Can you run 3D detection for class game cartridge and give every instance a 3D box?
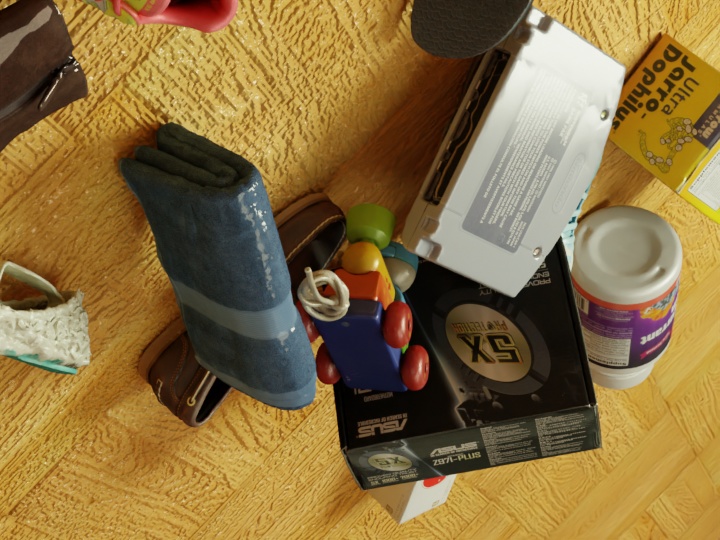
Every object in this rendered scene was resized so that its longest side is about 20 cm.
[{"bbox_3d":[0.121,-0.085,1.170,0.133,0.041,0.200,24,94,-38],"label":"game cartridge"}]

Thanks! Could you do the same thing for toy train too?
[{"bbox_3d":[0.000,0.000,1.126,0.200,0.084,0.116,67,29,-57],"label":"toy train"}]

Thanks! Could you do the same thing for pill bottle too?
[{"bbox_3d":[0.262,0.035,1.565,0.111,0.111,0.200,-36,149,-18],"label":"pill bottle"}]

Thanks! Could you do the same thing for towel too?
[{"bbox_3d":[-0.090,0.005,1.033,0.049,0.111,0.200,-39,135,-29],"label":"towel"}]

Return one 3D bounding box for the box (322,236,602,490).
[{"bbox_3d":[0.079,0.071,1.237,0.199,0.164,0.086,-10,149,6],"label":"box"}]

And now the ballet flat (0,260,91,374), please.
[{"bbox_3d":[-0.241,0.023,0.960,0.072,0.072,0.200,-53,152,11],"label":"ballet flat"}]

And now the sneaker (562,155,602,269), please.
[{"bbox_3d":[0.172,-0.028,1.401,0.074,0.082,0.200,3,124,-55],"label":"sneaker"}]

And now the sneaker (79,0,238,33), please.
[{"bbox_3d":[-0.136,-0.173,0.814,0.200,0.090,0.078,5,124,-53],"label":"sneaker"}]

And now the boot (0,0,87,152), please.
[{"bbox_3d":[-0.233,-0.101,0.795,0.166,0.072,0.200,-38,159,-11],"label":"boot"}]

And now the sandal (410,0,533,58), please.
[{"bbox_3d":[0.106,-0.234,1.082,0.200,0.076,0.043,-57,176,20],"label":"sandal"}]

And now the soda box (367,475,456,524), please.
[{"bbox_3d":[0.067,0.150,1.500,0.068,0.064,0.200,-19,140,-39],"label":"soda box"}]

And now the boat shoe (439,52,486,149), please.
[{"bbox_3d":[0.095,-0.101,1.231,0.074,0.076,0.201,-9,126,-40],"label":"boat shoe"}]

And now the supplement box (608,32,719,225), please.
[{"bbox_3d":[0.321,-0.123,1.451,0.109,0.110,0.200,-52,151,10],"label":"supplement box"}]

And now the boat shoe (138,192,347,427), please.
[{"bbox_3d":[-0.075,0.032,1.166,0.200,0.070,0.070,-48,148,-1],"label":"boat shoe"}]
